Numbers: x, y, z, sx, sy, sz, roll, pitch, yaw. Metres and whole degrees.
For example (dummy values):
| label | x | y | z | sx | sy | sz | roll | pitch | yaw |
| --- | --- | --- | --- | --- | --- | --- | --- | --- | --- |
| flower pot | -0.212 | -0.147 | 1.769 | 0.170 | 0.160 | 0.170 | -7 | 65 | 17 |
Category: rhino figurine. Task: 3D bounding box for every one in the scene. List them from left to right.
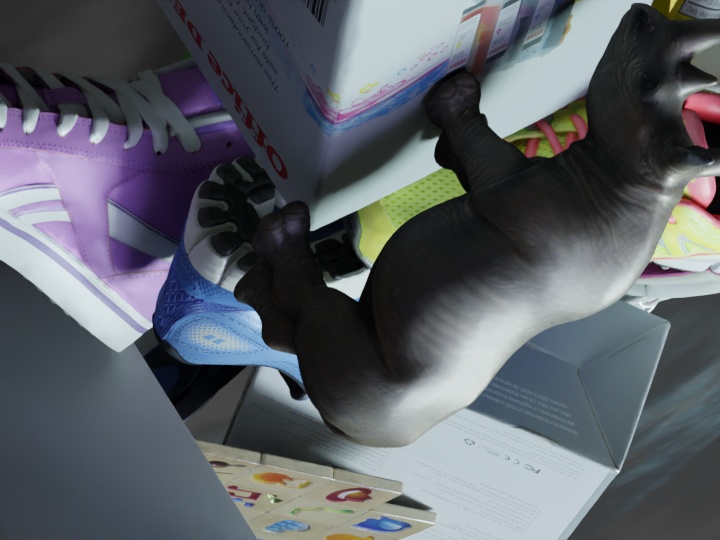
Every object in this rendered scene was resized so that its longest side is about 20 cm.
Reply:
| label | x | y | z | sx | sy | sz | roll | pitch | yaw |
| --- | --- | --- | --- | --- | --- | --- | --- | --- | --- |
| rhino figurine | 0.051 | -0.018 | 0.955 | 0.200 | 0.088 | 0.060 | -37 | 161 | 13 |

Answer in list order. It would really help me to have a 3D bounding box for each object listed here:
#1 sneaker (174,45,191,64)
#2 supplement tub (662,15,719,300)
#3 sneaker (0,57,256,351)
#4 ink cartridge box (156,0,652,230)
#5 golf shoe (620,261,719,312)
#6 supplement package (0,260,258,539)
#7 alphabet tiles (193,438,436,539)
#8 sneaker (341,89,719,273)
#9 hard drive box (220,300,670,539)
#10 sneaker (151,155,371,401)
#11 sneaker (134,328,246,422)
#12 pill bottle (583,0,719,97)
| label | x | y | z | sx | sy | sz | roll | pitch | yaw |
| --- | --- | --- | --- | --- | --- | --- | --- | --- | --- |
| sneaker | -0.071 | -0.028 | 1.174 | 0.076 | 0.084 | 0.200 | 17 | 126 | -40 |
| supplement tub | 0.137 | -0.082 | 1.308 | 0.140 | 0.141 | 0.200 | -27 | 161 | -18 |
| sneaker | -0.105 | -0.057 | 1.057 | 0.114 | 0.073 | 0.200 | -40 | 145 | 7 |
| ink cartridge box | 0.015 | -0.139 | 0.963 | 0.144 | 0.146 | 0.200 | -26 | 161 | -20 |
| golf shoe | 0.114 | -0.016 | 1.219 | 0.091 | 0.199 | 0.076 | 39 | 73 | -36 |
| supplement package | -0.132 | 0.109 | 1.120 | 0.119 | 0.201 | 0.121 | -12 | 151 | -48 |
| alphabet tiles | -0.070 | 0.107 | 1.265 | 0.166 | 0.008 | 0.200 | 14 | 158 | -23 |
| sneaker | 0.089 | -0.037 | 1.056 | 0.199 | 0.079 | 0.090 | -7 | 171 | -22 |
| hard drive box | 0.028 | 0.062 | 1.254 | 0.200 | 0.155 | 0.077 | 116 | -3 | -63 |
| sneaker | 0.000 | 0.000 | 1.117 | 0.199 | 0.079 | 0.089 | -2 | 145 | -39 |
| sneaker | -0.139 | 0.063 | 1.308 | 0.200 | 0.081 | 0.147 | -36 | 157 | -10 |
| pill bottle | 0.104 | -0.139 | 1.132 | 0.104 | 0.104 | 0.201 | 1 | 123 | -59 |
